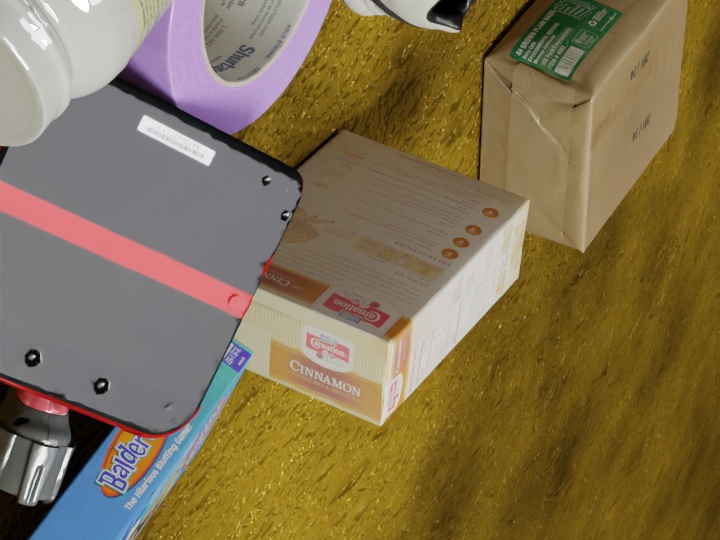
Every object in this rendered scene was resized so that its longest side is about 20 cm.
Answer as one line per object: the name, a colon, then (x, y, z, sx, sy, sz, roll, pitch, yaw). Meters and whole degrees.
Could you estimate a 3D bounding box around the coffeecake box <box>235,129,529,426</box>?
coffeecake box: (0.000, 0.000, 1.539, 0.200, 0.153, 0.073, -44, 148, -46)

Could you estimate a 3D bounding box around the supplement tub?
supplement tub: (-0.141, -0.171, 1.041, 0.200, 0.145, 0.145, -57, 156, -26)

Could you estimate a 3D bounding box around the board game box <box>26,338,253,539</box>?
board game box: (-0.151, 0.140, 1.393, 0.200, 0.045, 0.152, -54, 177, -33)

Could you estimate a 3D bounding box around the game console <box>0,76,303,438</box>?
game console: (-0.138, -0.009, 1.241, 0.200, 0.031, 0.177, 26, 88, -41)

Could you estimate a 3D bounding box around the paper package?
paper package: (0.190, -0.150, 1.925, 0.200, 0.103, 0.191, -50, 151, -37)

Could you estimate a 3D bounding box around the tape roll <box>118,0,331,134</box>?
tape roll: (-0.080, -0.180, 1.294, 0.200, 0.066, 0.200, -51, 153, -39)

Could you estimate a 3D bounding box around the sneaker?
sneaker: (0.019, -0.202, 1.316, 0.074, 0.080, 0.200, -63, 157, -10)

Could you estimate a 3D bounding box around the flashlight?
flashlight: (-0.165, 0.035, 1.294, 0.068, 0.068, 0.200, 4, 106, -69)
